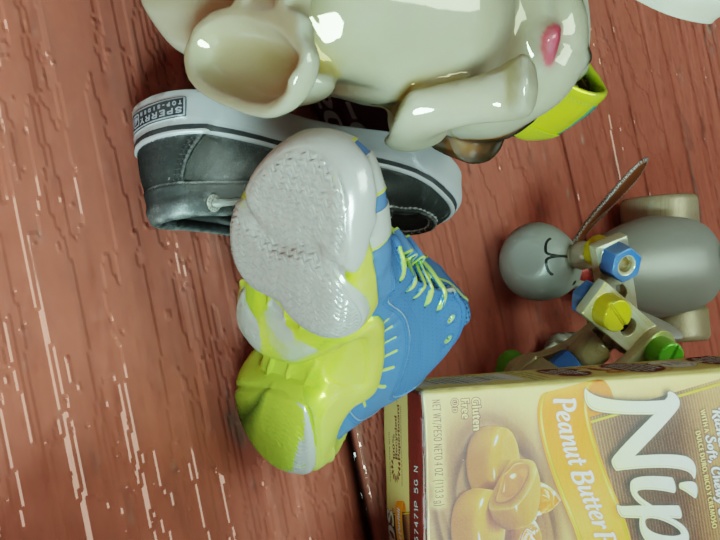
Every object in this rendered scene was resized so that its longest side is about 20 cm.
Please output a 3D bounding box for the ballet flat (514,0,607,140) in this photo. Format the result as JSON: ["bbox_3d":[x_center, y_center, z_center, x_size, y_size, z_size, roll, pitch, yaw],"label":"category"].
[{"bbox_3d":[0.069,-0.162,1.019,0.067,0.067,0.201,-36,106,-52],"label":"ballet flat"}]

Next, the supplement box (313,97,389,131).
[{"bbox_3d":[0.036,-0.145,1.078,0.200,0.061,0.109,-45,116,-51],"label":"supplement box"}]

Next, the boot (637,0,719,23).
[{"bbox_3d":[0.132,-0.219,0.935,0.072,0.145,0.200,5,41,-43],"label":"boot"}]

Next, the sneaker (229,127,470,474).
[{"bbox_3d":[0.000,0.000,0.894,0.105,0.201,0.076,-29,63,-31],"label":"sneaker"}]

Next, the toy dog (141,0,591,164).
[{"bbox_3d":[0.012,-0.110,0.906,0.199,0.193,0.141,12,79,-38],"label":"toy dog"}]

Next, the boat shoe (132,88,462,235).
[{"bbox_3d":[-0.022,-0.030,0.950,0.199,0.073,0.069,15,65,-52],"label":"boat shoe"}]

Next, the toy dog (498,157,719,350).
[{"bbox_3d":[0.169,-0.001,1.198,0.200,0.096,0.133,-34,108,-53],"label":"toy dog"}]

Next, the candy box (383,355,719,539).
[{"bbox_3d":[0.112,0.107,1.024,0.199,0.055,0.116,-3,94,-21],"label":"candy box"}]

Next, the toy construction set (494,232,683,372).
[{"bbox_3d":[0.150,0.091,1.119,0.131,0.092,0.200,-45,109,-9],"label":"toy construction set"}]
